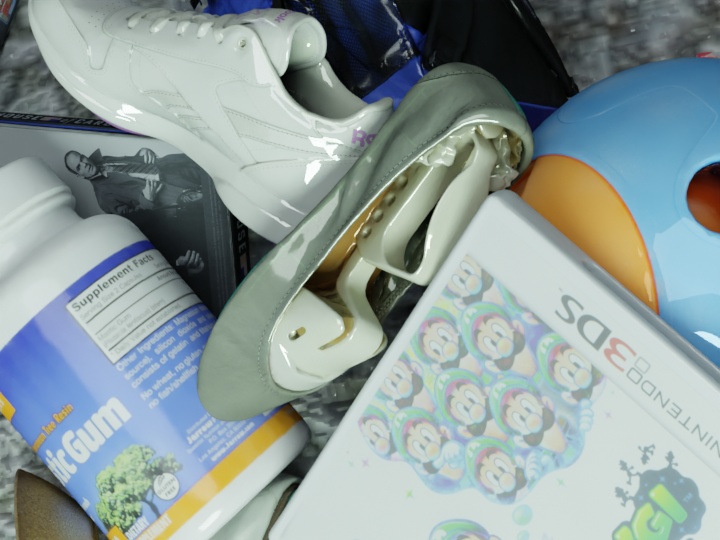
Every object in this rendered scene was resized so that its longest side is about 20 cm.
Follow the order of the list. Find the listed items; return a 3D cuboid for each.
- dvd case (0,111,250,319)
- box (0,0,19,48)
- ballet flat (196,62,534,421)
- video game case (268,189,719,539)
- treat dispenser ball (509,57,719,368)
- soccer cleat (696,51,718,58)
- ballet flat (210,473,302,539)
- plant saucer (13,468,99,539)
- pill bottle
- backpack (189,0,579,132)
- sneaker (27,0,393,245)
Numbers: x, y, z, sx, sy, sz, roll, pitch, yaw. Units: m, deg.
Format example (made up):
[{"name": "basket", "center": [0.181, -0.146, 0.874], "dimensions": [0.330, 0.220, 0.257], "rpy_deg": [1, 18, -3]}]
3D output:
[{"name": "dvd case", "center": [-0.153, -0.009, 0.794], "dimensions": [0.198, 0.025, 0.152], "rpy_deg": [7, 114, 21]}, {"name": "box", "center": [-0.308, -0.102, 0.889], "dimensions": [0.135, 0.038, 0.202], "rpy_deg": [18, 83, 14]}, {"name": "ballet flat", "center": [0.000, 0.000, 0.630], "dimensions": [0.201, 0.067, 0.064], "rpy_deg": [-52, 43, 11]}, {"name": "video game case", "center": [0.070, 0.102, 0.597], "dimensions": [0.182, 0.024, 0.201], "rpy_deg": [42, 116, 20]}, {"name": "treat dispenser ball", "center": [0.151, 0.005, 0.664], "dimensions": [0.198, 0.201, 0.204], "rpy_deg": [-2, 78, 11]}, {"name": "soccer cleat", "center": [0.141, -0.049, 0.784], "dimensions": [0.199, 0.067, 0.077], "rpy_deg": [-30, 107, -2]}, {"name": "ballet flat", "center": [-0.082, 0.192, 0.749], "dimensions": [0.069, 0.070, 0.201], "rpy_deg": [14, 54, 13]}, {"name": "plant saucer", "center": [-0.139, 0.196, 0.722], "dimensions": [0.035, 0.200, 0.203], "rpy_deg": [-9, 76, -10]}, {"name": "pill bottle", "center": [-0.127, 0.045, 0.722], "dimensions": [0.112, 0.112, 0.200], "rpy_deg": [-42, 86, 0]}, {"name": "backpack", "center": [-0.012, -0.141, 0.774], "dimensions": [0.167, 0.162, 0.202], "rpy_deg": [-30, 75, 25]}, {"name": "sneaker", "center": [-0.067, -0.096, 0.681], "dimensions": [0.199, 0.075, 0.100], "rpy_deg": [35, 121, 12]}]
